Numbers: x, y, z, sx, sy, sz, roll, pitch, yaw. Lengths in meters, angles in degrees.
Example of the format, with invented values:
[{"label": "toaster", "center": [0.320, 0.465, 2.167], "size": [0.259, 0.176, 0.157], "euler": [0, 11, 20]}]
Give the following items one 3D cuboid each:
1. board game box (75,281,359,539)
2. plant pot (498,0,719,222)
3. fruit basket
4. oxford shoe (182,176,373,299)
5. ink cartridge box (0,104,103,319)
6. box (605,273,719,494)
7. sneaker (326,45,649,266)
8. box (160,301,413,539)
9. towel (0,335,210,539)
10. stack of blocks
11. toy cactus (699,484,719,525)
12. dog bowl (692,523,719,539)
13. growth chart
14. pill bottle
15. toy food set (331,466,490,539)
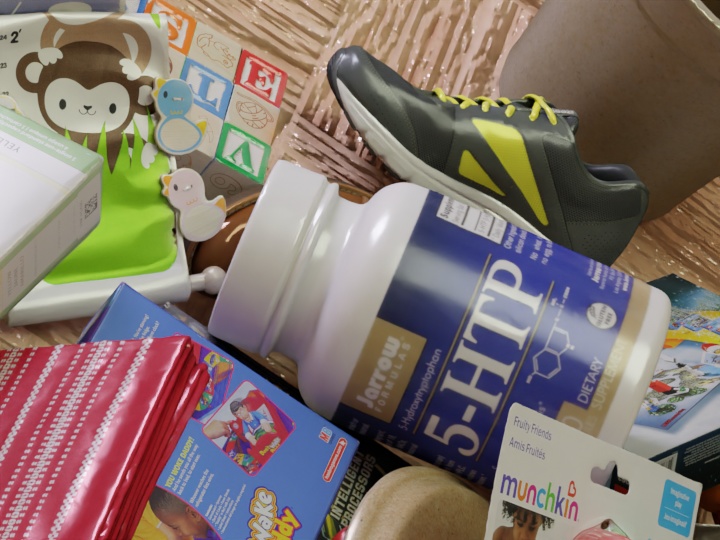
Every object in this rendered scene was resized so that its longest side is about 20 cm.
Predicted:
[{"label": "board game box", "center": [-0.094, 0.116, 1.289], "size": [0.134, 0.045, 0.200], "euler": [34, 44, -8]}, {"label": "plant pot", "center": [0.179, -0.129, 1.668], "size": [0.200, 0.184, 0.201], "euler": [21, 46, -24]}, {"label": "fruit basket", "center": [0.100, 0.175, 1.298], "size": [0.185, 0.093, 0.201], "euler": [26, 77, -53]}, {"label": "oxford shoe", "center": [0.000, 0.000, 1.493], "size": [0.199, 0.072, 0.071], "euler": [3, 29, -36]}, {"label": "ink cartridge box", "center": [-0.226, -0.009, 1.291], "size": [0.145, 0.048, 0.200], "euler": [27, 47, 18]}, {"label": "box", "center": [0.155, 0.063, 1.551], "size": [0.136, 0.038, 0.199], "euler": [26, 29, 37]}, {"label": "sneaker", "center": [0.070, -0.069, 1.595], "size": [0.200, 0.085, 0.075], "euler": [36, 10, -18]}, {"label": "box", "center": [-0.066, 0.132, 1.364], "size": [0.161, 0.049, 0.200], "euler": [33, 44, -8]}, {"label": "towel", "center": [-0.171, 0.086, 1.237], "size": [0.145, 0.199, 0.023], "euler": [-67, 145, -47]}, {"label": "stack of blocks", "center": [-0.142, -0.092, 1.478], "size": [0.199, 0.059, 0.116], "euler": [29, 44, -17]}, {"label": "toy cactus", "center": [0.220, 0.186, 1.491], "size": [0.102, 0.200, 0.166], "euler": [16, 88, -31]}, {"label": "dog bowl", "center": [0.186, 0.216, 1.395], "size": [0.059, 0.200, 0.201], "euler": [7, 52, -52]}, {"label": "growth chart", "center": [-0.144, -0.070, 1.406], "size": [0.144, 0.018, 0.201], "euler": [-17, 95, -18]}, {"label": "pill bottle", "center": [0.035, 0.028, 1.397], "size": [0.199, 0.120, 0.120], "euler": [23, 44, 0]}, {"label": "toy food set", "center": [0.037, 0.189, 1.354], "size": [0.198, 0.048, 0.201], "euler": [-34, 107, -59]}]
